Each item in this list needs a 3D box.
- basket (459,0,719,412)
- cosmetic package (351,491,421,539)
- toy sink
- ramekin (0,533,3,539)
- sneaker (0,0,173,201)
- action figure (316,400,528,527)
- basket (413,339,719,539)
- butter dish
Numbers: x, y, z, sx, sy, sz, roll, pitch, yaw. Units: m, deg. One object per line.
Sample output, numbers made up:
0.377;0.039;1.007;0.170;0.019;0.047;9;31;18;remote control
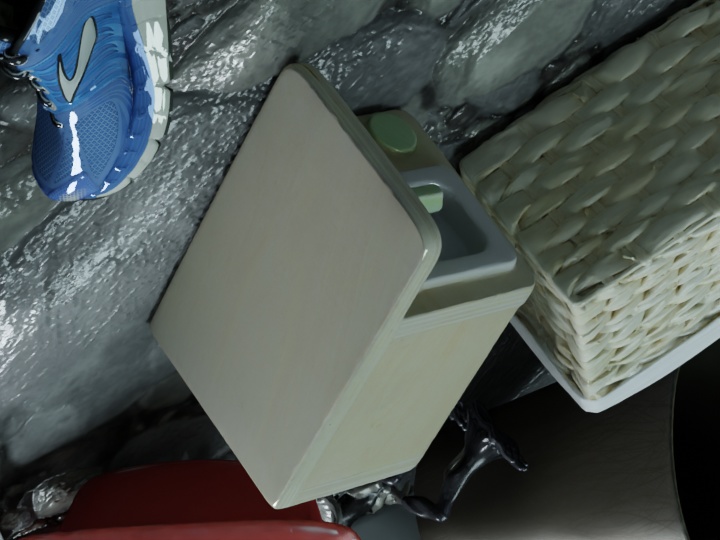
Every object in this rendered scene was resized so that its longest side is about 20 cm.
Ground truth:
0.165;-0.043;1.568;0.199;0.136;0.124;-33;150;-8;basket
-0.029;0.278;1.864;0.199;0.123;0.200;-24;152;-28;cosmetic package
0.000;0.000;1.431;0.112;0.131;0.201;-13;144;-40;toy sink
-0.279;0.141;1.339;0.199;0.105;0.201;-29;153;-17;ramekin
-0.128;-0.106;1.172;0.089;0.079;0.201;-16;140;-23;sneaker
0.000;0.157;1.711;0.119;0.102;0.200;38;103;-26;action figure
0.144;0.132;1.755;0.199;0.181;0.136;-15;144;35;basket
-0.088;0.172;1.596;0.198;0.148;0.201;-4;133;4;butter dish
